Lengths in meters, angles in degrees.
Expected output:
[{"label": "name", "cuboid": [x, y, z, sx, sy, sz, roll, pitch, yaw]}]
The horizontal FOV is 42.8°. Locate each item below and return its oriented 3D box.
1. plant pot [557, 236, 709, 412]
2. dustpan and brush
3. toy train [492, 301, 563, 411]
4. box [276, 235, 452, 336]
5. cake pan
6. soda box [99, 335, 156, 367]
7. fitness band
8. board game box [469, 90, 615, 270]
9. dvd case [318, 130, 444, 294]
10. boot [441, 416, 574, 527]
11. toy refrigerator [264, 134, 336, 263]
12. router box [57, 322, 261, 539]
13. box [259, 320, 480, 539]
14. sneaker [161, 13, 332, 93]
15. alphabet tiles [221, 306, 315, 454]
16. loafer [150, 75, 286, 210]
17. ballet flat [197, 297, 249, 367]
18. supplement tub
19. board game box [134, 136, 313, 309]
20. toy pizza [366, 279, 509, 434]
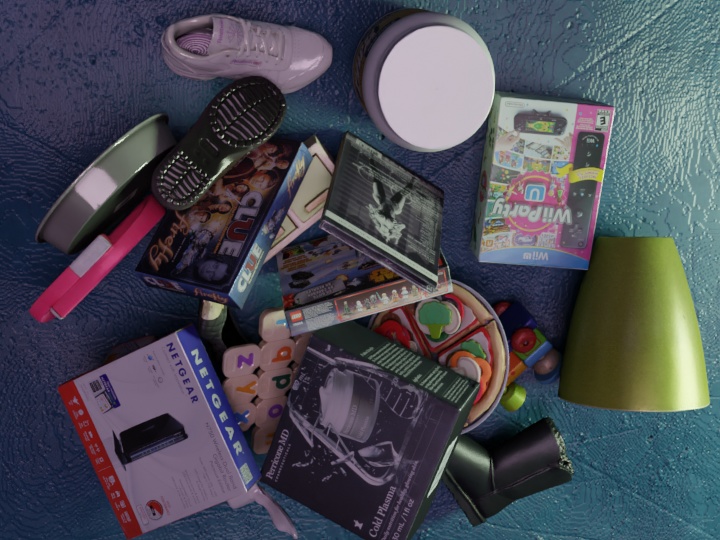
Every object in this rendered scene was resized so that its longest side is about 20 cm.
[{"label": "plant pot", "cuboid": [0.341, 0.060, 1.151, 0.183, 0.187, 0.204, 0, 92, -5]}, {"label": "dustpan and brush", "cuboid": [-0.145, 0.263, 1.135, 0.057, 0.201, 0.141, -28, 143, -14]}, {"label": "toy train", "cuboid": [0.170, 0.147, 1.205, 0.200, 0.085, 0.116, -44, 119, 8]}, {"label": "box", "cuboid": [0.000, 0.000, 1.106, 0.196, 0.138, 0.040, -15, 123, 0]}, {"label": "cake pan", "cuboid": [-0.274, -0.091, 1.019, 0.037, 0.200, 0.200, 44, 98, -5]}, {"label": "soda box", "cuboid": [-0.263, 0.190, 1.174, 0.062, 0.069, 0.203, -16, 107, 4]}, {"label": "fitness band", "cuboid": [-0.303, -0.011, 1.070, 0.199, 0.144, 0.037, -42, 100, 13]}, {"label": "board game box", "cuboid": [0.222, -0.110, 1.136, 0.145, 0.064, 0.204, 4, 107, -6]}, {"label": "dvd case", "cuboid": [0.030, -0.072, 1.062, 0.147, 0.201, 0.016, 30, 124, -14]}, {"label": "boot", "cuboid": [0.182, 0.236, 1.227, 0.166, 0.077, 0.202, -30, 114, 8]}, {"label": "toy refrigerator", "cuboid": [-0.108, -0.069, 1.112, 0.199, 0.070, 0.076, -38, 106, 6]}, {"label": "router box", "cuboid": [-0.237, 0.189, 1.081, 0.177, 0.049, 0.203, -24, 92, 18]}, {"label": "box", "cuboid": [0.012, 0.193, 1.103, 0.194, 0.124, 0.203, 25, 104, 15]}, {"label": "sneaker", "cuboid": [-0.128, -0.246, 1.038, 0.196, 0.100, 0.076, 0, 87, -6]}, {"label": "alphabet tiles", "cuboid": [-0.089, 0.136, 1.159, 0.193, 0.015, 0.204, -8, 117, -31]}, {"label": "loafer", "cuboid": [-0.164, -0.142, 1.020, 0.200, 0.071, 0.073, -45, 103, -25]}, {"label": "ballet flat", "cuboid": [-0.161, 0.063, 1.103, 0.056, 0.201, 0.068, 6, 65, 3]}, {"label": "supplement tub", "cuboid": [0.068, -0.213, 1.017, 0.142, 0.200, 0.147, -2, 107, -5]}, {"label": "board game box", "cuboid": [-0.152, -0.064, 1.035, 0.133, 0.202, 0.035, 11, 154, 27]}, {"label": "toy pizza", "cuboid": [0.089, 0.110, 1.153, 0.197, 0.032, 0.204, 1, 91, 26]}]
